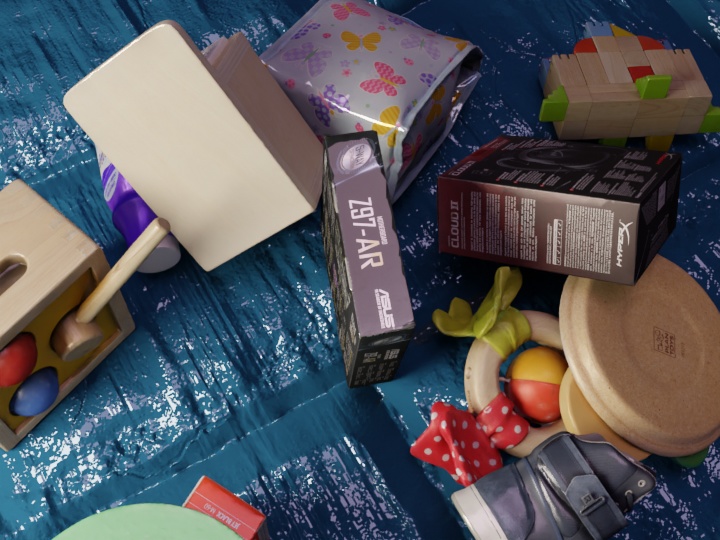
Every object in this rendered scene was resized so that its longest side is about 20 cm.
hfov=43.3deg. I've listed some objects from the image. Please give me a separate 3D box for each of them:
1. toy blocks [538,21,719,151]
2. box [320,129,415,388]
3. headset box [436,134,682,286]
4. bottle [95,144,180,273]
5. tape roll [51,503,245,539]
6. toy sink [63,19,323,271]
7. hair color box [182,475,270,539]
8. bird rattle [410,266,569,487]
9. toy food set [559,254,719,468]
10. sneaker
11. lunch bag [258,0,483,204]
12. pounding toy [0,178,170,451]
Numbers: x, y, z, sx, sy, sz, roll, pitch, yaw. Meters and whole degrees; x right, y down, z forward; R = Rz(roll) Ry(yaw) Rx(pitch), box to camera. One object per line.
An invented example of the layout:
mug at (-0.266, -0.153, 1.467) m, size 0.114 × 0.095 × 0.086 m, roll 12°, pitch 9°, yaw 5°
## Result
toy blocks at (0.271, -0.206, 0.960) m, size 0.197 × 0.100 × 0.138 m, roll -3°, pitch 51°, yaw -5°
box at (0.000, 0.000, 0.758) m, size 0.043 × 0.200 × 0.162 m, roll -9°, pitch 72°, yaw -6°
headset box at (0.171, -0.063, 0.817) m, size 0.198 × 0.078 × 0.149 m, roll 10°, pitch 26°, yaw 29°
bottle at (-0.216, -0.095, 0.878) m, size 0.065 × 0.084 × 0.202 m, roll 0°, pitch 60°, yaw -33°
tape roll at (-0.142, 0.259, 0.594) m, size 0.198 × 0.048 × 0.203 m, roll 2°, pitch 63°, yaw -4°
toy sink at (-0.138, -0.126, 0.805) m, size 0.130 × 0.200 × 0.112 m, roll -28°, pitch 26°, yaw 24°
hair color box at (-0.145, 0.267, 0.677) m, size 0.064 × 0.111 × 0.201 m, roll 30°, pitch 66°, yaw 11°
bird rattle at (0.137, 0.101, 0.786) m, size 0.161 × 0.113 × 0.202 m, roll 11°, pitch 64°, yaw -15°
toy food set at (0.254, 0.072, 0.799) m, size 0.196 × 0.049 × 0.202 m, roll 6°, pitch 64°, yaw -25°
sneaker at (0.183, 0.222, 0.696) m, size 0.145 × 0.077 × 0.204 m, roll -32°, pitch 90°, yaw -3°
lunch bag at (0.014, -0.185, 0.908) m, size 0.168 × 0.128 × 0.201 m, roll 26°, pitch 53°, yaw 13°
pounding toy at (-0.263, 0.032, 0.753) m, size 0.142 × 0.185 × 0.200 m, roll 37°, pitch 67°, yaw 16°
